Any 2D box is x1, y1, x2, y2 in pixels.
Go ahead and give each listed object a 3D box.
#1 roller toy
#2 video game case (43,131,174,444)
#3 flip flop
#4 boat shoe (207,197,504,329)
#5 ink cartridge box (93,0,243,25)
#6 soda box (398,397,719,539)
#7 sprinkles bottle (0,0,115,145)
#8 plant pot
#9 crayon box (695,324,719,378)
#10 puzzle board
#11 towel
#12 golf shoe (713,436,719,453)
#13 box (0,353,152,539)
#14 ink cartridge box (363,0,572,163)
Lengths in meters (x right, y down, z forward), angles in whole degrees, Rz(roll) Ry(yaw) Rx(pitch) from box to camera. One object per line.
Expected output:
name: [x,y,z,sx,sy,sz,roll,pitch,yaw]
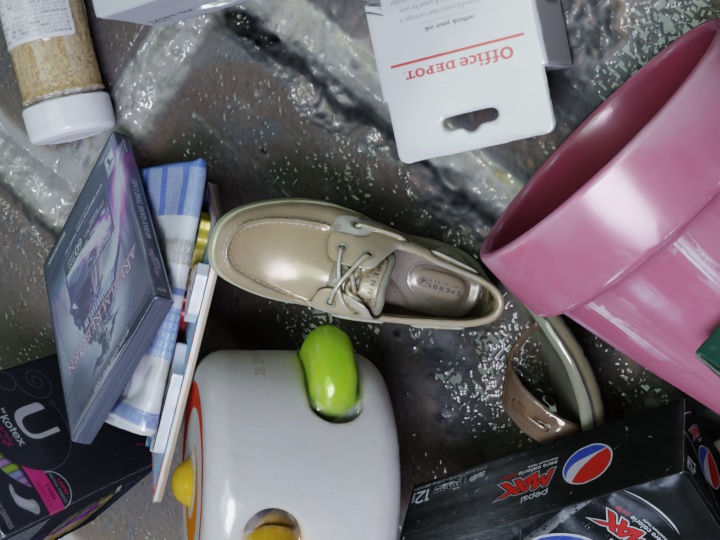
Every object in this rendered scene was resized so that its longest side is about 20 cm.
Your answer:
roller toy: [-0.059,0.148,0.855,0.140,0.182,0.200,2,72,-13]
video game case: [-0.193,0.009,0.930,0.143,0.019,0.200,-56,35,27]
flip flop: [0.126,0.096,0.825,0.058,0.081,0.200,-18,106,-2]
boat shoe: [0.000,0.000,0.826,0.200,0.065,0.072,13,99,-19]
ink cartridge box: [-0.129,-0.289,0.878,0.145,0.083,0.200,-12,93,26]
soda box: [0.123,0.151,0.774,0.200,0.071,0.063,-24,115,28]
sprinkles bottle: [-0.246,-0.200,0.963,0.068,0.068,0.200,-12,93,26]
plant pot: [0.200,-0.016,0.734,0.179,0.200,0.200,44,114,-5]
crayon box: [0.289,0.013,0.644,0.126,0.052,0.200,40,96,-19]
puzzle board: [-0.131,0.047,0.914,0.017,0.151,0.200,12,105,-12]
towel: [-0.163,0.018,0.918,0.147,0.024,0.200,4,82,61]
golf shoe: [0.266,0.111,0.790,0.200,0.077,0.088,-15,70,26]
box: [-0.267,0.150,0.958,0.106,0.200,0.122,-41,81,25]
ink cartridge box: [0.067,-0.180,0.824,0.116,0.067,0.200,-10,94,25]
